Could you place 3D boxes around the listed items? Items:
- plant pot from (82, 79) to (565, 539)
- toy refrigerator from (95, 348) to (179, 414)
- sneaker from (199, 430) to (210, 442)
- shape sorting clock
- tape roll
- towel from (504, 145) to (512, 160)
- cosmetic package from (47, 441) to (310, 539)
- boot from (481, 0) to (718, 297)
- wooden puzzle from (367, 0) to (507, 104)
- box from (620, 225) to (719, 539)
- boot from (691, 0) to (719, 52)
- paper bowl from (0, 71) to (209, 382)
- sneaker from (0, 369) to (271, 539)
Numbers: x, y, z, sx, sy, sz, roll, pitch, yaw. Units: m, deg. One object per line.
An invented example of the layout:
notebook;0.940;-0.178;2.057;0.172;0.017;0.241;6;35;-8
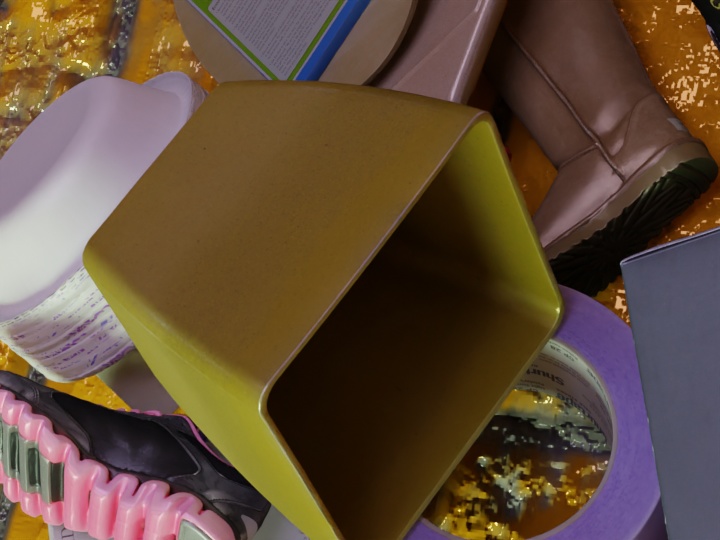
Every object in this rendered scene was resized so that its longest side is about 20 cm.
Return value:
plant pot;-0.032;0.012;1.366;0.176;0.200;0.200;26;68;32
toy refrigerator;-0.077;0.003;1.560;0.200;0.076;0.070;-44;101;11
sneaker;-0.034;0.077;1.575;0.087;0.074;0.201;37;92;30
shape sorting clock;-0.042;-0.203;1.609;0.199;0.039;0.202;4;99;31
tape roll;0.083;0.111;1.443;0.198;0.085;0.201;-4;61;7
towel;0.000;0.000;1.510;0.023;0.143;0.201;-105;29;-66
cosmetic package;-0.088;0.168;1.519;0.198;0.081;0.114;-11;65;-6
boot;0.113;-0.085;1.554;0.175;0.066;0.201;-38;55;10
wooden puzzle;0.049;-0.177;1.597;0.200;0.037;0.186;9;76;62
box;0.235;0.094;1.340;0.103;0.182;0.202;-19;64;24
boot;0.223;-0.163;1.458;0.073;0.150;0.201;-28;60;19
paper bowl;-0.165;-0.039;1.545;0.200;0.104;0.201;-41;23;22
sneaker;-0.139;0.111;1.475;0.199;0.079;0.095;30;46;14
